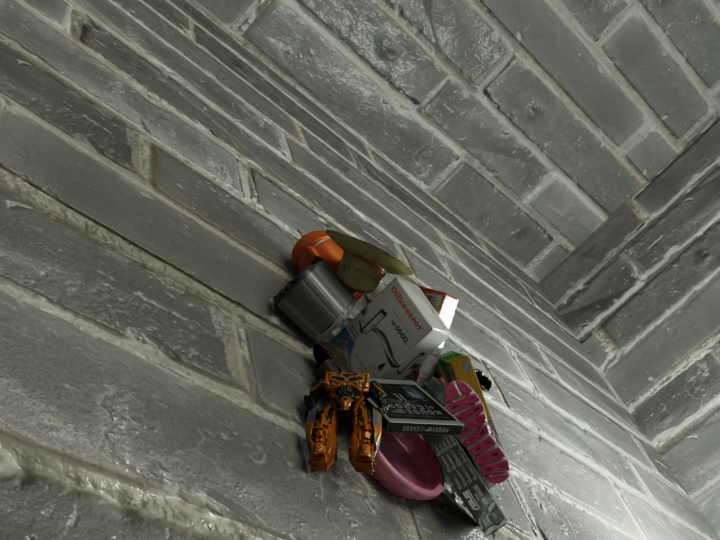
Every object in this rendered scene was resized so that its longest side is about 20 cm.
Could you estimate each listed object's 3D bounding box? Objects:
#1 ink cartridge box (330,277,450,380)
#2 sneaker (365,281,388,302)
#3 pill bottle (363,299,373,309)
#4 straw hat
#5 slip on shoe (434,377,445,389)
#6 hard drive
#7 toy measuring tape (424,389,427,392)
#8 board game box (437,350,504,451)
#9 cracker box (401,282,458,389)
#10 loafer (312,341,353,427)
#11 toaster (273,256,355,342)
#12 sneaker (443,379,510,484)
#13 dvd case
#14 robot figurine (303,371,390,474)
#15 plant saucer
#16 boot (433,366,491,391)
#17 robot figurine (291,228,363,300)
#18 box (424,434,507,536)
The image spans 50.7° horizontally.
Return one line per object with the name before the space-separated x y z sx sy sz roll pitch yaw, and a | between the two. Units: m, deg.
ink cartridge box | 0.060 0.134 1.535 0.084 0.200 0.146 21 28 -53
sneaker | 0.060 0.066 1.913 0.074 0.080 0.200 36 17 -20
pill bottle | 0.096 0.146 1.746 0.200 0.111 0.111 30 22 -38
straw hat | 0.000 0.000 1.553 0.200 0.085 0.201 26 -9 5
slip on shoe | 0.227 0.306 1.764 0.200 0.061 0.076 35 19 -28
hard drive | 0.198 0.324 1.511 0.201 0.026 0.132 61 -6 -17
toy measuring tape | 0.120 0.284 1.565 0.074 0.074 0.200 42 22 -8
board game box | 0.219 0.268 1.538 0.153 0.040 0.201 155 -86 -84
cracker box | 0.110 0.133 1.594 0.134 0.201 0.058 16 -7 41
loafer | -0.051 0.201 1.367 0.071 0.073 0.200 22 23 -27
toaster | -0.088 0.059 1.517 0.129 0.114 0.200 46 12 -3
sneaker | 0.208 0.294 1.403 0.200 0.074 0.087 61 -1 1
dvd case | 0.072 0.240 1.357 0.150 0.025 0.200 8 11 -25
robot figurine | -0.024 0.236 1.223 0.144 0.058 0.200 1 37 1
plant saucer | 0.062 0.327 1.348 0.200 0.051 0.201 40 18 -16
boot | 0.251 0.261 1.791 0.130 0.068 0.200 16 -11 32
robot figurine | -0.077 -0.006 1.699 0.144 0.117 0.200 -18 63 -48
box | 0.193 0.380 1.398 0.200 0.050 0.158 58 0 13
